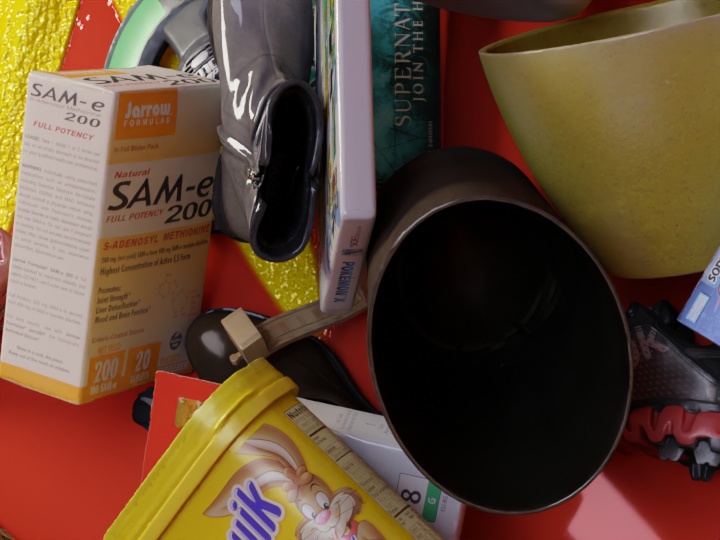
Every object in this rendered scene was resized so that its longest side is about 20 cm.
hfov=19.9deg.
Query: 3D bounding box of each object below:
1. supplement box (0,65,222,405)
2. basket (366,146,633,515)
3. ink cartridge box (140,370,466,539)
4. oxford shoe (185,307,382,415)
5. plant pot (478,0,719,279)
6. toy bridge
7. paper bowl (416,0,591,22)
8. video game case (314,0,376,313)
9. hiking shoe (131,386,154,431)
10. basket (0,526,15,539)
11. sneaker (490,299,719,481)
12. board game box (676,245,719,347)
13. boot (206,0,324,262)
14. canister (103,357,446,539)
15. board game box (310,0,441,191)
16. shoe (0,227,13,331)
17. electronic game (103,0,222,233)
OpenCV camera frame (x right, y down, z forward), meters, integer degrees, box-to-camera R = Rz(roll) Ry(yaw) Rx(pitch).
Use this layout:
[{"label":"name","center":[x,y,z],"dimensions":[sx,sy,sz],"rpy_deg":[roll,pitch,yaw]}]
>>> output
[{"label":"supplement box","center":[-0.158,-0.027,1.326],"dimensions":[0.073,0.126,0.202],"rpy_deg":[15,105,29]},{"label":"basket","center":[0.065,0.011,1.151],"dimensions":[0.135,0.200,0.182],"rpy_deg":[-18,111,2]},{"label":"ink cartridge box","center":[-0.041,0.159,1.228],"dimensions":[0.198,0.050,0.162],"rpy_deg":[12,108,4]},{"label":"oxford shoe","center":[-0.046,0.081,1.300],"dimensions":[0.199,0.084,0.073],"rpy_deg":[34,97,30]},{"label":"plant pot","center":[0.179,-0.077,1.176],"dimensions":[0.198,0.200,0.143],"rpy_deg":[-8,101,25]},{"label":"toy bridge","center":[0.000,0.000,1.296],"dimensions":[0.199,0.067,0.027],"rpy_deg":[-35,65,-6]},{"label":"paper bowl","center":[0.076,-0.214,1.232],"dimensions":[0.199,0.200,0.105],"rpy_deg":[10,88,28]},{"label":"video game case","center":[-0.010,-0.096,1.194],"dimensions":[0.022,0.182,0.202],"rpy_deg":[0,73,-5]},{"label":"hiking shoe","center":[-0.086,0.151,1.309],"dimensions":[0.200,0.074,0.087],"rpy_deg":[38,96,28]},{"label":"basket","center":[-0.330,0.213,1.382],"dimensions":[0.199,0.143,0.150],"rpy_deg":[34,94,29]},{"label":"sneaker","center":[0.148,0.065,1.212],"dimensions":[0.199,0.071,0.099],"rpy_deg":[4,74,31]},{"label":"board game box","center":[0.246,-0.006,1.102],"dimensions":[0.034,0.200,0.136],"rpy_deg":[32,93,29]},{"label":"boot","center":[-0.048,-0.109,1.225],"dimensions":[0.069,0.132,0.202],"rpy_deg":[-3,94,-13]},{"label":"canister","center":[-0.030,0.171,1.163],"dimensions":[0.200,0.086,0.149],"rpy_deg":[42,116,10]},{"label":"board game box","center":[-0.015,-0.151,1.331],"dimensions":[0.134,0.028,0.202],"rpy_deg":[0,79,-3]},{"label":"shoe","center":[-0.300,0.025,1.437],"dimensions":[0.199,0.091,0.072],"rpy_deg":[-25,69,20]},{"label":"electronic game","center":[-0.092,-0.124,1.391],"dimensions":[0.198,0.042,0.202],"rpy_deg":[-6,76,26]}]
